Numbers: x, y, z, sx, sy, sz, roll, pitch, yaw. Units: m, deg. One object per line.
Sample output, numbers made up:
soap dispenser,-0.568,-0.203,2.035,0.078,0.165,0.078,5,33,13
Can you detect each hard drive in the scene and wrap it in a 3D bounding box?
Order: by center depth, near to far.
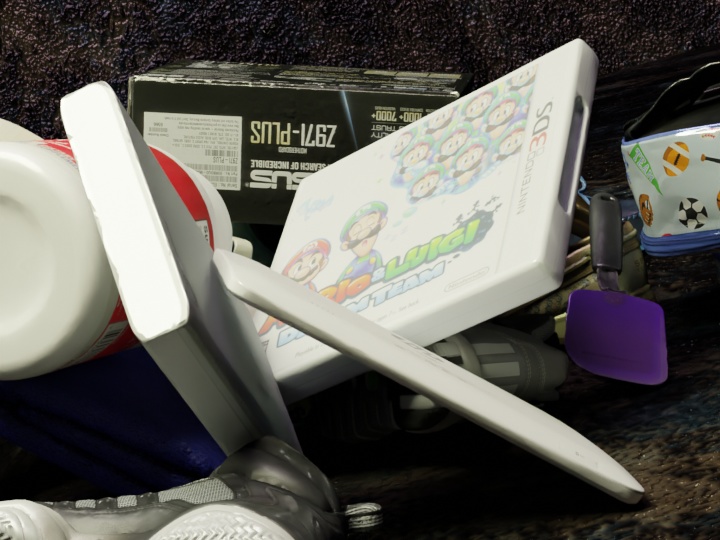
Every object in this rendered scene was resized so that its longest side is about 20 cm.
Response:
hard drive,-0.073,0.022,0.824,0.026,0.132,0.200,-24,-33,1

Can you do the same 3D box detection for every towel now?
towel,-0.133,0.070,0.991,0.148,0.050,0.200,22,11,-5

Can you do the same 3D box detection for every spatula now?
spatula,0.142,0.003,1.046,0.056,0.021,0.200,10,28,-1

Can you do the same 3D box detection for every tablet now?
tablet,0.026,0.043,0.817,0.200,0.014,0.130,29,2,-10

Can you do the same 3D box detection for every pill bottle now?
pill bottle,-0.140,-0.011,0.931,0.112,0.112,0.200,-11,1,18

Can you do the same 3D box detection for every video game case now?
video game case,0.028,-0.022,0.951,0.200,0.024,0.182,-25,31,32

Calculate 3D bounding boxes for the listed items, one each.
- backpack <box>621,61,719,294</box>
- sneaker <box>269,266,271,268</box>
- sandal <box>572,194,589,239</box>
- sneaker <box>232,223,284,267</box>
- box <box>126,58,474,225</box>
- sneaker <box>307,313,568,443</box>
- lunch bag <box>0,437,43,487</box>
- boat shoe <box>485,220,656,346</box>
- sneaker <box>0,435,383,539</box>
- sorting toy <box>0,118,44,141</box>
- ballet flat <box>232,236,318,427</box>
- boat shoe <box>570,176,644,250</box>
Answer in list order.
backpack,0.254,-0.060,1.093,0.190,0.154,0.200,-5,3,16
sneaker,0.000,0.000,1.077,0.066,0.079,0.200,28,-29,-29
sandal,0.105,-0.038,1.154,0.054,0.080,0.200,-46,-21,14
sneaker,-0.090,0.006,1.297,0.140,0.078,0.200,-32,-7,13
box,-0.033,-0.081,1.149,0.200,0.086,0.164,3,11,5
sneaker,0.047,0.056,0.998,0.115,0.075,0.200,-3,3,-25
lunch bag,-0.239,0.065,1.127,0.168,0.140,0.200,6,22,36
boat shoe,0.081,0.022,1.134,0.200,0.063,0.073,-15,8,-3
sneaker,-0.088,0.119,0.761,0.200,0.076,0.114,-3,12,27
sorting toy,-0.240,-0.010,1.277,0.200,0.180,0.107,-48,23,2
ballet flat,-0.073,0.020,1.046,0.074,0.074,0.200,-17,28,-21
boat shoe,0.141,-0.032,1.367,0.200,0.069,0.084,-15,9,-8
